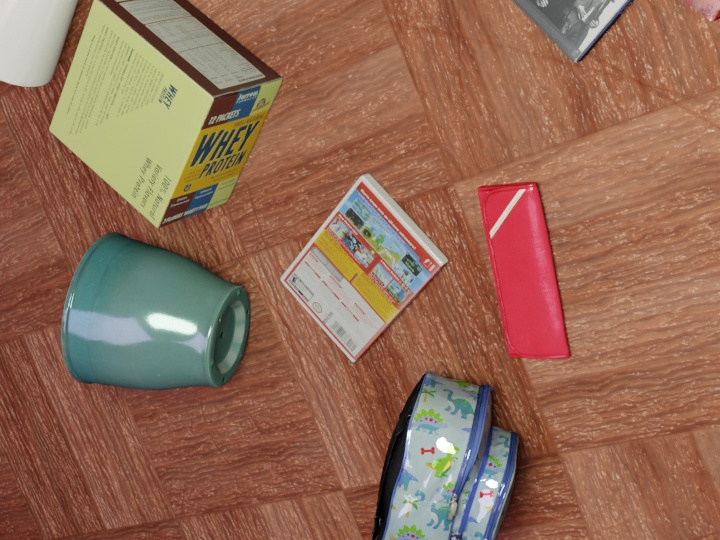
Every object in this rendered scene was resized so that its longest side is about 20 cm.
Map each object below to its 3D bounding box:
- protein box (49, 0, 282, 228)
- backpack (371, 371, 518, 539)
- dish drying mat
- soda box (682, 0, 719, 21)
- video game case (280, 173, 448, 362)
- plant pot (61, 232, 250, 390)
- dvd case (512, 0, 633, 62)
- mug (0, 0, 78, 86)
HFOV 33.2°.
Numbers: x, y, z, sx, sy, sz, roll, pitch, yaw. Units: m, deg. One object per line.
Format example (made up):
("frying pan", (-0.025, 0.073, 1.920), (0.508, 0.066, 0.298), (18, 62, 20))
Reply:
("protein box", (-0.238, -0.200, 1.465), (0.200, 0.135, 0.199), (41, 125, 16))
("backpack", (0.102, 0.225, 1.372), (0.147, 0.183, 0.200), (12, 112, 6))
("dish drying mat", (0.178, 0.002, 1.329), (0.077, 0.018, 0.200), (-3, 106, 35))
("soda box", (0.264, -0.308, 1.085), (0.200, 0.070, 0.063), (40, 124, 16))
("video game case", (0.000, 0.000, 1.452), (0.143, 0.017, 0.200), (48, 128, 10))
("plant pot", (-0.250, 0.065, 1.553), (0.188, 0.200, 0.200), (11, 114, 15))
("dvd case", (0.221, -0.325, 1.170), (0.150, 0.025, 0.200), (48, 126, 10))
("mug", (-0.447, -0.353, 1.553), (0.187, 0.149, 0.153), (41, 118, 7))
